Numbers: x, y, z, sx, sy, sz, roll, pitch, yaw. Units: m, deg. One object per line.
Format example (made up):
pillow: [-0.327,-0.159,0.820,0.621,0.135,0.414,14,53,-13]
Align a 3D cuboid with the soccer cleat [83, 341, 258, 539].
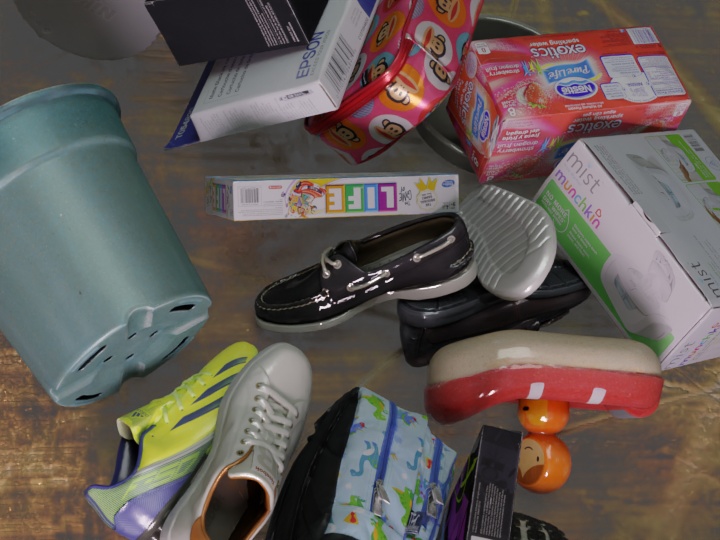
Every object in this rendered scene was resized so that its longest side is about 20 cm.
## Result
soccer cleat: [-0.146,0.123,1.261,0.083,0.065,0.201,35,55,-5]

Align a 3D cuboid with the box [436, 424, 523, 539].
box: [0.073,0.225,1.161,0.036,0.201,0.144,13,52,-1]

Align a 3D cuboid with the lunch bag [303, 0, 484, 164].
lunch bag: [0.026,-0.199,1.476,0.082,0.176,0.201,35,52,-20]

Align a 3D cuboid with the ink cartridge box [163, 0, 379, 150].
ink cartridge box: [-0.083,-0.208,1.459,0.199,0.041,0.201,-11,43,32]

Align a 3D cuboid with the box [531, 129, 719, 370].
box: [0.283,-0.024,1.429,0.176,0.097,0.201,-10,56,-43]

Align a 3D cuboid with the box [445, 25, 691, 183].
box: [0.193,-0.156,1.486,0.198,0.096,0.100,-8,56,-20]

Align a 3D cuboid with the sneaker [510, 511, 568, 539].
sneaker: [0.115,0.264,1.223,0.076,0.089,0.200,16,30,-3]

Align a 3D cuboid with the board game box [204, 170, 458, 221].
board game box: [-0.028,-0.067,1.396,0.198,0.134,0.035,-3,96,-15]

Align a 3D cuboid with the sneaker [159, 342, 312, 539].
sneaker: [-0.075,0.142,1.211,0.073,0.084,0.201,36,61,-23]

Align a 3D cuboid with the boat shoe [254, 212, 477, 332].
boat shoe: [0.000,0.000,1.354,0.198,0.061,0.074,-13,36,7]

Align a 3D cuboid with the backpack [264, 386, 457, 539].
backpack: [-0.005,0.188,1.209,0.153,0.164,0.201,13,45,-15]

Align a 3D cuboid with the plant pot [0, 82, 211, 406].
plant pot: [-0.230,-0.012,1.273,0.199,0.201,0.197,-27,72,-29]

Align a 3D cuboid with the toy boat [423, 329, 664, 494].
toy boat: [0.151,0.120,1.324,0.198,0.130,0.132,5,82,-11]

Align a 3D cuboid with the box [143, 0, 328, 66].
box: [-0.092,-0.286,1.444,0.140,0.079,0.201,-3,45,26]

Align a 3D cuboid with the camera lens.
camera lens: [-0.234,-0.321,1.505,0.159,0.160,0.201,14,52,-4]

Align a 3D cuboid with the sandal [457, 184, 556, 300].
sandal: [0.136,-0.025,1.400,0.050,0.083,0.203,39,11,-24]

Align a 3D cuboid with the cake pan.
cake pan: [0.133,-0.169,1.565,0.198,0.037,0.202,7,54,-10]

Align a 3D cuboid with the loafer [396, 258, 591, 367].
loafer: [0.119,0.036,1.409,0.199,0.063,0.072,-12,28,-27]
